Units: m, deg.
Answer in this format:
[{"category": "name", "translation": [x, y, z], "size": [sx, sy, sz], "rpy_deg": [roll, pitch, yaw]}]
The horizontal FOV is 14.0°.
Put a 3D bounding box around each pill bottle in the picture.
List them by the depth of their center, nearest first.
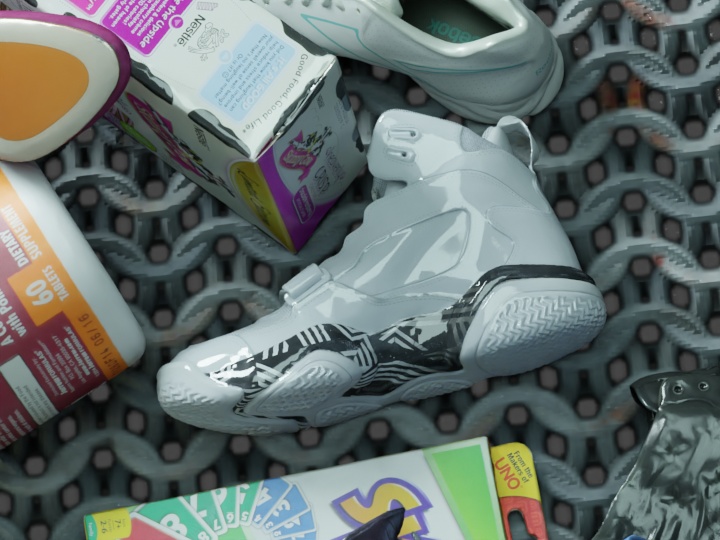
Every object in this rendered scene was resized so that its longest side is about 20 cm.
[{"category": "pill bottle", "translation": [-0.203, 0.043, 1.277], "size": [0.200, 0.110, 0.110], "rpy_deg": [-33, 72, -5]}]

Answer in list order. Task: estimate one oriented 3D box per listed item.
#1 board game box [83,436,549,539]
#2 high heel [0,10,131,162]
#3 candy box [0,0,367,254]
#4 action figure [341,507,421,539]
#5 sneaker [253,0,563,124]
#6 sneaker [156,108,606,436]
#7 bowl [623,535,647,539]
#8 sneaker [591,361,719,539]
[{"category": "board game box", "translation": [-0.015, 0.135, 1.274], "size": [0.200, 0.030, 0.096], "rpy_deg": [-11, 72, 0]}, {"category": "high heel", "translation": [-0.153, -0.083, 1.278], "size": [0.096, 0.200, 0.067], "rpy_deg": [-32, 100, -47]}, {"category": "candy box", "translation": [-0.097, -0.102, 1.298], "size": [0.200, 0.136, 0.061], "rpy_deg": [35, 80, 15]}, {"category": "action figure", "translation": [0.050, 0.196, 1.203], "size": [0.130, 0.069, 0.200], "rpy_deg": [-45, 78, 16]}, {"category": "sneaker", "translation": [-0.004, -0.129, 1.328], "size": [0.200, 0.080, 0.071], "rpy_deg": [17, 77, 12]}, {"category": "sneaker", "translation": [0.000, 0.000, 1.291], "size": [0.200, 0.075, 0.115], "rpy_deg": [-13, 71, -4]}, {"category": "bowl", "translation": [0.151, 0.196, 1.151], "size": [0.039, 0.201, 0.201], "rpy_deg": [-37, 72, 10]}, {"category": "sneaker", "translation": [0.164, 0.057, 1.262], "size": [0.104, 0.060, 0.200], "rpy_deg": [17, 78, 6]}]
